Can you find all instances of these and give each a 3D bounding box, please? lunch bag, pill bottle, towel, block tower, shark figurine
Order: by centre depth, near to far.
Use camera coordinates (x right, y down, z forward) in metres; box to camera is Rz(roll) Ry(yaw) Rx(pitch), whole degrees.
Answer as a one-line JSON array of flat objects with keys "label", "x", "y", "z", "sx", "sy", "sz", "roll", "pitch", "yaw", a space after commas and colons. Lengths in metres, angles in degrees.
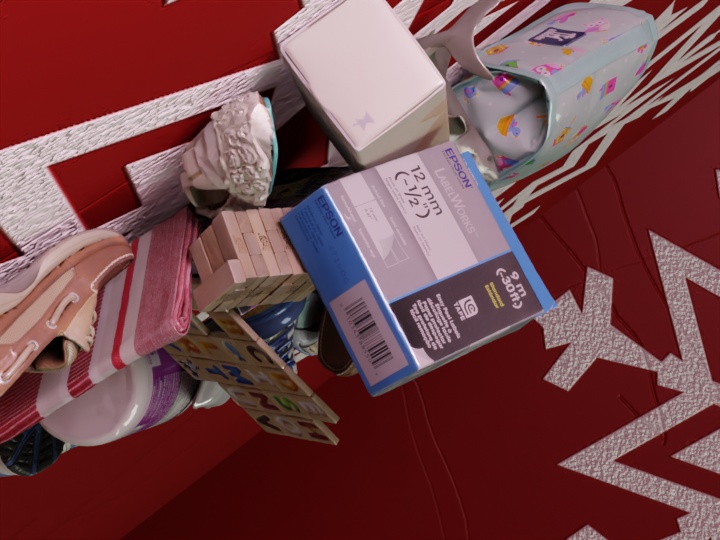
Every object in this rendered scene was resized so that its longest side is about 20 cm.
[{"label": "block tower", "x": -0.029, "y": -0.013, "z": 1.252, "sx": 0.200, "sy": 0.058, "sz": 0.054, "roll": -7, "pitch": 158, "yaw": -38}, {"label": "towel", "x": -0.200, "y": 0.047, "z": 1.260, "sx": 0.200, "sy": 0.023, "sz": 0.144, "roll": -31, "pitch": -150, "yaw": 21}, {"label": "shark figurine", "x": 0.067, "y": -0.168, "z": 1.413, "sx": 0.090, "sy": 0.128, "sz": 0.215, "roll": -60, "pitch": 164, "yaw": -24}, {"label": "pill bottle", "x": -0.204, "y": 0.086, "z": 1.520, "sx": 0.112, "sy": 0.112, "sz": 0.200, "roll": -38, "pitch": 173, "yaw": 15}, {"label": "lunch bag", "x": 0.171, "y": -0.169, "z": 1.625, "sx": 0.170, "sy": 0.122, "sz": 0.200, "roll": -30, "pitch": 177, "yaw": -34}]

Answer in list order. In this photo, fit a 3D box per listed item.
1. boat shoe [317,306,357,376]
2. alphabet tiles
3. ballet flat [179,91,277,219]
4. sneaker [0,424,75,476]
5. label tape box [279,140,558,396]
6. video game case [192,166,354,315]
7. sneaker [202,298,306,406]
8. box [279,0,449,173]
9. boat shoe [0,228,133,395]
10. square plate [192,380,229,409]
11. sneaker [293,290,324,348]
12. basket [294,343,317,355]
[{"label": "boat shoe", "x": 0.000, "y": 0.000, "z": 1.471, "sx": 0.072, "sy": 0.076, "sz": 0.200, "roll": -10, "pitch": 123, "yaw": -54}, {"label": "alphabet tiles", "x": -0.106, "y": 0.069, "z": 1.347, "sx": 0.167, "sy": 0.200, "sz": 0.008, "roll": 3, "pitch": -129, "yaw": 53}, {"label": "ballet flat", "x": -0.095, "y": -0.070, "z": 1.224, "sx": 0.072, "sy": 0.072, "sz": 0.200, "roll": -35, "pitch": 173, "yaw": -12}, {"label": "sneaker", "x": -0.304, "y": 0.144, "z": 1.656, "sx": 0.077, "sy": 0.076, "sz": 0.200, "roll": -14, "pitch": -175, "yaw": 30}, {"label": "label tape box", "x": 0.060, "y": -0.013, "z": 1.235, "sx": 0.200, "sy": 0.143, "sz": 0.066, "roll": -22, "pitch": 171, "yaw": -39}, {"label": "video game case", "x": -0.076, "y": -0.028, "z": 1.374, "sx": 0.200, "sy": 0.036, "sz": 0.181, "roll": -32, "pitch": -158, "yaw": -33}, {"label": "sneaker", "x": -0.074, "y": 0.058, "z": 1.392, "sx": 0.075, "sy": 0.088, "sz": 0.200, "roll": -33, "pitch": 179, "yaw": -21}, {"label": "box", "x": 0.007, "y": -0.125, "z": 1.234, "sx": 0.078, "sy": 0.095, "sz": 0.200, "roll": -36, "pitch": 174, "yaw": -1}, {"label": "boat shoe", "x": -0.220, "y": 0.037, "z": 1.183, "sx": 0.076, "sy": 0.072, "sz": 0.200, "roll": -42, "pitch": 179, "yaw": 42}, {"label": "square plate", "x": -0.102, "y": 0.038, "z": 1.587, "sx": 0.200, "sy": 0.028, "sz": 0.198, "roll": 108, "pitch": 4, "yaw": -85}, {"label": "sneaker", "x": -0.028, "y": -0.018, "z": 1.572, "sx": 0.200, "sy": 0.074, "sz": 0.088, "roll": -67, "pitch": 174, "yaw": -50}, {"label": "basket", "x": -0.035, "y": 0.003, "z": 1.759, "sx": 0.176, "sy": 0.139, "sz": 0.200, "roll": -35, "pitch": -151, "yaw": -14}]
